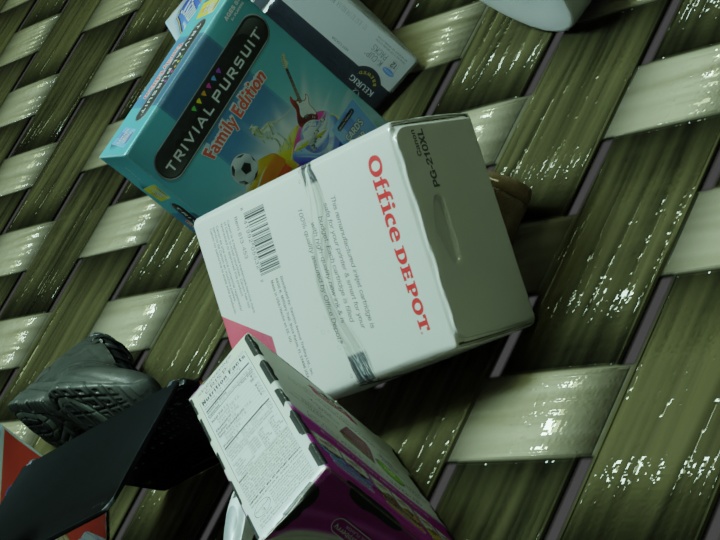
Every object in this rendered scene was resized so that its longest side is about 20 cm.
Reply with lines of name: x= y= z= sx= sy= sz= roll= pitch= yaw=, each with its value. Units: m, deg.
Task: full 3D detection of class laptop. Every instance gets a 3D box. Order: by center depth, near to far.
laptop: x=-0.150 y=0.151 z=1.403 sx=0.177 sy=0.199 sz=0.104 roll=-28 pitch=60 yaw=38

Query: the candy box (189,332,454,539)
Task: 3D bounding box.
candy box: x=-0.017 y=0.130 z=1.214 sx=0.061 sy=0.136 sz=0.200 roll=-47 pitch=24 yaw=5

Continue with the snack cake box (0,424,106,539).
snack cake box: x=-0.245 y=0.216 z=1.503 sx=0.067 sy=0.115 sz=0.200 roll=-42 pitch=26 yaw=17

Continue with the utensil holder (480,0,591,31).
utensil holder: x=0.142 y=-0.298 z=1.495 sx=0.201 sy=0.170 sz=0.170 roll=-57 pitch=26 yaw=-8

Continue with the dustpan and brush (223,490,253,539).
dustpan and brush: x=-0.076 y=0.221 z=1.278 sx=0.139 sy=0.057 sz=0.201 roll=-30 pitch=32 yaw=37

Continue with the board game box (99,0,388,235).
board game box: x=-0.068 y=-0.084 z=1.512 sx=0.047 sy=0.200 sz=0.152 roll=1 pitch=56 yaw=59

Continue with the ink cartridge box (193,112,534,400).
ink cartridge box: x=0.000 y=0.000 z=1.341 sx=0.084 sy=0.146 sz=0.199 roll=-12 pitch=-8 yaw=-46

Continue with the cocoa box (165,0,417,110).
cocoa box: x=-0.062 y=-0.190 z=1.721 sx=0.131 sy=0.133 sz=0.200 roll=-48 pitch=25 yaw=7

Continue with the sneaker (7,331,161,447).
sneaker: x=-0.213 y=0.089 z=1.676 sx=0.199 sy=0.076 sz=0.091 roll=-6 pitch=44 yaw=54

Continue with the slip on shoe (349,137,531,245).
slip on shoe: x=0.052 y=-0.062 z=1.427 sx=0.061 sy=0.076 sz=0.200 roll=-55 pitch=28 yaw=2
